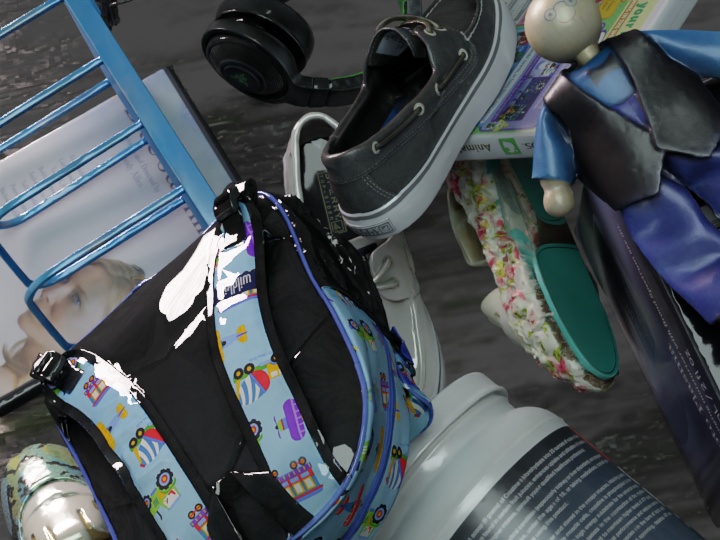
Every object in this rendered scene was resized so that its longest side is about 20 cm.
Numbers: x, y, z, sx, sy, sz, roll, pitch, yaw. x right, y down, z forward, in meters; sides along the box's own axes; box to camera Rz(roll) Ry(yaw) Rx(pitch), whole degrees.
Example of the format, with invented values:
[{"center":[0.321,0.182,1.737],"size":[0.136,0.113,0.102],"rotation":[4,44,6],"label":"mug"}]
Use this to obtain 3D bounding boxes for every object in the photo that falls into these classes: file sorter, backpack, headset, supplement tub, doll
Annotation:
[{"center":[-0.151,-0.036,1.373],"size":[0.122,0.139,0.200],"rotation":[-33,71,-4],"label":"file sorter"},{"center":[-0.051,0.084,1.224],"size":[0.182,0.134,0.200],"rotation":[-41,46,11],"label":"backpack"},{"center":[-0.064,-0.159,1.477],"size":[0.199,0.094,0.124],"rotation":[8,65,-9],"label":"headset"},{"center":[0.101,0.164,1.293],"size":[0.200,0.140,0.140],"rotation":[40,77,16],"label":"supplement tub"},{"center":[0.152,-0.065,1.194],"size":[0.136,0.048,0.200],"rotation":[-40,71,3],"label":"doll"}]

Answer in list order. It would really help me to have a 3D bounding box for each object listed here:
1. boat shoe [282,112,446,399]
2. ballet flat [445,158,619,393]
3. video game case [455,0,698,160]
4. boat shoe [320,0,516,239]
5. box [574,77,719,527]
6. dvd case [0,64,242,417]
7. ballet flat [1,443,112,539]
[{"center":[0.000,0.000,1.402],"size":[0.072,0.066,0.201],"rotation":[-13,69,0],"label":"boat shoe"},{"center":[0.093,-0.007,1.405],"size":[0.064,0.075,0.201],"rotation":[-36,60,33],"label":"ballet flat"},{"center":[0.105,-0.136,1.388],"size":[0.182,0.022,0.200],"rotation":[0,44,42],"label":"video game case"},{"center":[0.027,-0.105,1.328],"size":[0.070,0.066,0.200],"rotation":[-6,40,37],"label":"boat shoe"},{"center":[0.210,0.017,1.299],"size":[0.123,0.198,0.201],"rotation":[-24,76,-3],"label":"box"},{"center":[-0.166,-0.019,1.449],"size":[0.200,0.018,0.143],"rotation":[-30,69,-7],"label":"dvd case"},{"center":[-0.146,0.175,1.349],"size":[0.074,0.074,0.200],"rotation":[-31,70,-7],"label":"ballet flat"}]
